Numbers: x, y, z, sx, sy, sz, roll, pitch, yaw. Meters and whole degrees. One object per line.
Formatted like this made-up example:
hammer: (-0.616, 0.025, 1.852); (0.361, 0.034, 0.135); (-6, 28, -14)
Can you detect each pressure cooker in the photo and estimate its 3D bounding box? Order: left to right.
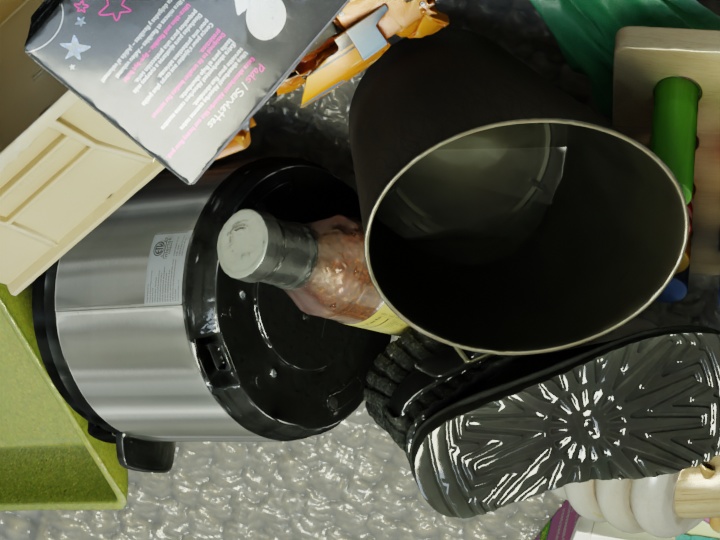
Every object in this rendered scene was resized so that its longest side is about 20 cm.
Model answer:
pressure cooker: (-0.102, 0.017, 1.779); (0.200, 0.176, 0.179); (-4, 125, 41)

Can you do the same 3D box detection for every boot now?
boot: (0.111, 0.063, 1.650); (0.211, 0.158, 0.079); (-12, 106, -4)

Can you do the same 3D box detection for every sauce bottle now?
sauce bottle: (0.000, 0.000, 1.696); (0.066, 0.066, 0.200); (-40, 145, 27)

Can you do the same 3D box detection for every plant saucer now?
plant saucer: (-0.246, 0.064, 1.886); (0.200, 0.048, 0.200); (-6, 121, 47)

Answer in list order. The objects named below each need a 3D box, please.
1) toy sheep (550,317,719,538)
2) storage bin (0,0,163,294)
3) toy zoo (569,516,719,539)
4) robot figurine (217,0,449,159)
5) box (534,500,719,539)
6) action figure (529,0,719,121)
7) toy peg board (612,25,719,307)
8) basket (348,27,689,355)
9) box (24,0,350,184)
toy sheep: (0.161, 0.088, 1.738); (0.200, 0.138, 0.138); (25, 127, 36)
storage bin: (-0.193, -0.125, 1.700); (0.094, 0.200, 0.199); (23, 129, -41)
toy zoo: (0.195, 0.223, 1.819); (0.200, 0.020, 0.131); (9, 120, 7)
robot figurine: (-0.043, -0.132, 1.719); (0.200, 0.145, 0.058); (-30, 114, 18)
box: (0.200, 0.219, 1.884); (0.176, 0.097, 0.200); (31, 119, -6)
action figure: (0.154, -0.151, 1.711); (0.118, 0.055, 0.200); (-37, 110, 28)
toy peg board: (0.243, -0.034, 1.689); (0.200, 0.098, 0.199); (4, 141, 7)
basket: (0.070, -0.054, 1.644); (0.180, 0.200, 0.136); (-1, 113, -12)
box: (-0.067, -0.161, 1.504); (0.115, 0.132, 0.200); (41, 96, -11)
